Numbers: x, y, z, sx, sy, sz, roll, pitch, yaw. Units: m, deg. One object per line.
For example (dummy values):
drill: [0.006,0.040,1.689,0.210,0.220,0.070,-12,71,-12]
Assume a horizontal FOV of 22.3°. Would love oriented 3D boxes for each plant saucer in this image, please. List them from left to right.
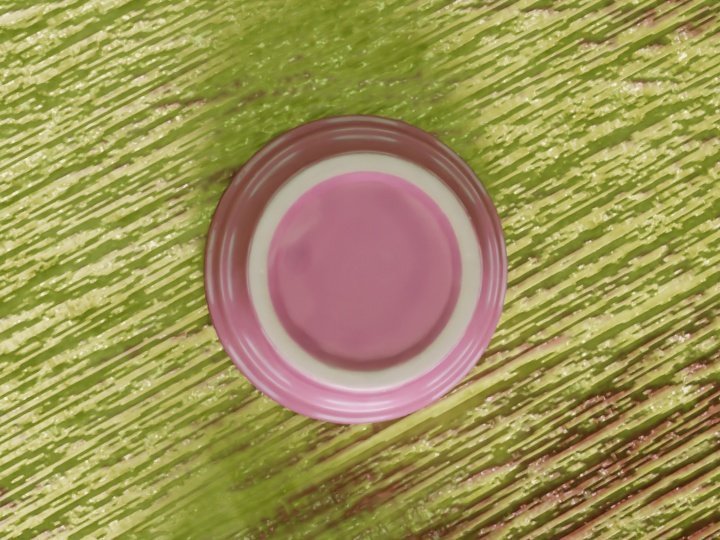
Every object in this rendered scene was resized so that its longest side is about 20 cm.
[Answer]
plant saucer: [0.000,0.000,1.172,0.200,0.051,0.202,0,92,-9]
